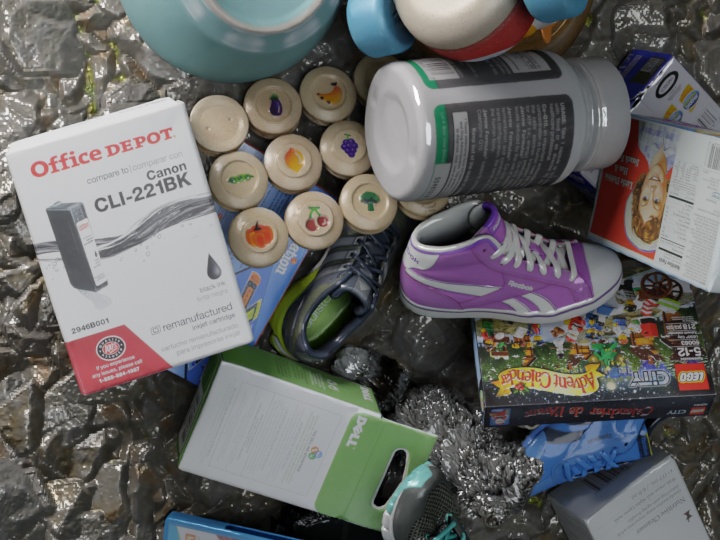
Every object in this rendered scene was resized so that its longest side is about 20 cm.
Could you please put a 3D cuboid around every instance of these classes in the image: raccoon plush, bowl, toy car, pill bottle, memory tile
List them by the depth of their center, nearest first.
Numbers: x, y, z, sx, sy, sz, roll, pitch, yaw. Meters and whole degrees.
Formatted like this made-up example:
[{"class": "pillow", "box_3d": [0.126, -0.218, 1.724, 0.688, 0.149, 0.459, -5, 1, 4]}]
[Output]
[{"class": "bowl", "box_3d": [-0.088, -0.245, 1.068, 0.199, 0.105, 0.202, -4, 103, -18]}, {"class": "toy car", "box_3d": [0.120, -0.232, 1.087, 0.200, 0.183, 0.178, 23, 66, -52]}, {"class": "pill bottle", "box_3d": [0.114, -0.121, 1.111, 0.199, 0.113, 0.114, -7, 104, -23]}, {"class": "memory tile", "box_3d": [-0.033, -0.095, 1.133, 0.199, 0.017, 0.154, -17, 81, -16]}, {"class": "raccoon plush", "box_3d": [0.065, 0.153, 1.188, 0.199, 0.134, 0.097, 26, 92, -22]}]

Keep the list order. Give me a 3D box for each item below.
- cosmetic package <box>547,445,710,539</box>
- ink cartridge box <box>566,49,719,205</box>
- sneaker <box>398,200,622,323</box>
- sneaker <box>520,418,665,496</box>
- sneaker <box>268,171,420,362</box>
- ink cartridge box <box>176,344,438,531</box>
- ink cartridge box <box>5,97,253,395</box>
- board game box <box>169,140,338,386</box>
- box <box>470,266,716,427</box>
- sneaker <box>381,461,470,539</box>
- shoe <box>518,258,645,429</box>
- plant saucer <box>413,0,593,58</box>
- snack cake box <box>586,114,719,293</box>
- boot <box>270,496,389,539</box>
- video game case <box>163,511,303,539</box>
[{"class": "cosmetic package", "box_3d": [0.278, 0.277, 1.319, 0.113, 0.081, 0.201, -34, 109, -12]}, {"class": "ink cartridge box", "box_3d": [0.268, -0.106, 1.238, 0.200, 0.076, 0.137, 41, 87, -24]}, {"class": "sneaker", "box_3d": [0.135, -0.012, 1.156, 0.199, 0.073, 0.115, -5, 144, -8]}, {"class": "sneaker", "box_3d": [0.219, 0.160, 1.267, 0.200, 0.078, 0.066, -36, 151, -10]}, {"class": "sneaker", "box_3d": [0.000, 0.000, 1.162, 0.074, 0.081, 0.201, 32, 89, -23]}, {"class": "ink cartridge box", "box_3d": [-0.047, 0.142, 1.154, 0.199, 0.059, 0.104, 20, 104, -14]}, {"class": "ink cartridge box", "box_3d": [-0.183, -0.023, 1.078, 0.143, 0.084, 0.201, -18, 101, -10]}, {"class": "board game box", "box_3d": [-0.111, -0.001, 1.156, 0.103, 0.019, 0.201, 30, 90, -21]}, {"class": "box", "box_3d": [0.199, 0.065, 1.195, 0.199, 0.137, 0.038, -3, 144, -1]}, {"class": "sneaker", "box_3d": [0.078, 0.246, 1.149, 0.078, 0.091, 0.201, -41, 136, -31]}, {"class": "shoe", "box_3d": [0.205, 0.071, 1.265, 0.200, 0.053, 0.070, -46, 112, -5]}, {"class": "plant saucer", "box_3d": [0.125, -0.260, 1.177, 0.199, 0.035, 0.202, -4, 102, -19]}, {"class": "snack cake box", "box_3d": [0.267, -0.058, 1.101, 0.067, 0.200, 0.116, 5, 102, -19]}, {"class": "boot", "box_3d": [0.005, 0.287, 1.234, 0.197, 0.073, 0.164, 3, 94, -22]}, {"class": "video game case", "box_3d": [-0.079, 0.295, 1.170, 0.199, 0.018, 0.144, 11, 107, 10]}]
